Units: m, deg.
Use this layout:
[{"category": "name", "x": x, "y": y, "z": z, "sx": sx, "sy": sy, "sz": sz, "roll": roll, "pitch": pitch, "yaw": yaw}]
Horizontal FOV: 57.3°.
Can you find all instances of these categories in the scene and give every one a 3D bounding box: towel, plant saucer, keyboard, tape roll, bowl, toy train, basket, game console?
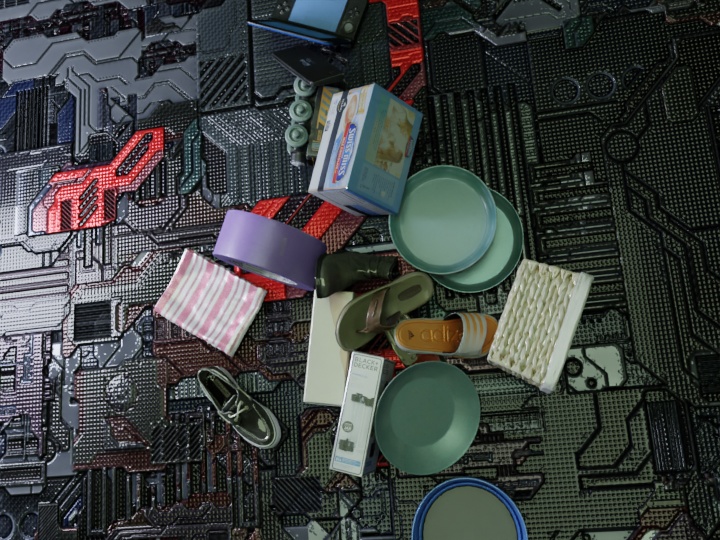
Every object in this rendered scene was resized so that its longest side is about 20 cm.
[{"category": "towel", "x": -0.299, "y": 0.061, "z": 1.305, "sx": 0.197, "sy": 0.030, "sz": 0.148, "roll": 27, "pitch": 86, "yaw": 15}, {"category": "plant saucer", "x": 0.203, "y": -0.058, "z": 1.230, "sx": 0.196, "sy": 0.027, "sz": 0.205, "roll": -2, "pitch": 78, "yaw": 10}, {"category": "plant saucer", "x": 0.113, "y": 0.253, "z": 1.152, "sx": 0.197, "sy": 0.039, "sz": 0.206, "roll": -2, "pitch": 99, "yaw": -15}, {"category": "keyboard", "x": -0.087, "y": -0.413, "z": 1.312, "sx": 0.125, "sy": 0.021, "sz": 0.200, "roll": -22, "pitch": 43, "yaw": -19}, {"category": "tape roll", "x": -0.165, "y": -0.035, "z": 1.209, "sx": 0.196, "sy": 0.200, "sz": 0.087, "roll": 16, "pitch": 82, "yaw": 14}, {"category": "plant saucer", "x": 0.151, "y": -0.092, "z": 1.212, "sx": 0.196, "sy": 0.027, "sz": 0.205, "roll": -2, "pitch": 80, "yaw": 11}, {"category": "bowl", "x": 0.186, "y": 0.459, "z": 1.126, "sx": 0.196, "sy": 0.039, "sz": 0.205, "roll": -2, "pitch": 79, "yaw": 11}, {"category": "toy train", "x": -0.085, "y": -0.300, "z": 1.310, "sx": 0.111, "sy": 0.085, "sz": 0.204, "roll": 9, "pitch": 78, "yaw": -1}, {"category": "basket", "x": 0.305, "y": 0.093, "z": 1.127, "sx": 0.121, "sy": 0.136, "sz": 0.203, "roll": 20, "pitch": 84, "yaw": 18}, {"category": "game console", "x": -0.105, "y": -0.529, "z": 1.335, "sx": 0.197, "sy": 0.118, "sz": 0.174, "roll": 19, "pitch": 83, "yaw": 13}]

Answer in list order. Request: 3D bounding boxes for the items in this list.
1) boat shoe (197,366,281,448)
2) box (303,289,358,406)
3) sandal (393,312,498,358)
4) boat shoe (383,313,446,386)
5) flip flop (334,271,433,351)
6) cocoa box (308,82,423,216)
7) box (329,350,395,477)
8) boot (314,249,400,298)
[{"category": "boat shoe", "x": -0.233, "y": 0.259, "z": 1.235, "sx": 0.199, "sy": 0.064, "sz": 0.071, "roll": 40, "pitch": 89, "yaw": 15}, {"category": "box", "x": -0.049, "y": 0.143, "z": 1.207, "sx": 0.076, "sy": 0.095, "sz": 0.205, "roll": 3, "pitch": 81, "yaw": 11}, {"category": "sandal", "x": 0.161, "y": 0.114, "z": 1.154, "sx": 0.202, "sy": 0.059, "sz": 0.081, "roll": -1, "pitch": 77, "yaw": -16}, {"category": "boat shoe", "x": 0.090, "y": 0.128, "z": 1.198, "sx": 0.071, "sy": 0.063, "sz": 0.201, "roll": -36, "pitch": 76, "yaw": 0}, {"category": "flip flop", "x": 0.043, "y": 0.071, "z": 1.143, "sx": 0.197, "sy": 0.058, "sz": 0.082, "roll": -29, "pitch": 107, "yaw": -4}, {"category": "cocoa box", "x": 0.010, "y": -0.218, "z": 1.221, "sx": 0.130, "sy": 0.132, "sz": 0.204, "roll": 4, "pitch": 77, "yaw": 53}, {"category": "box", "x": 0.007, "y": 0.250, "z": 1.162, "sx": 0.059, "sy": 0.117, "sz": 0.204, "roll": 9, "pitch": 80, "yaw": 15}, {"category": "boot", "x": 0.000, "y": 0.000, "z": 1.177, "sx": 0.128, "sy": 0.200, "sz": 0.069, "roll": 3, "pitch": 106, "yaw": 16}]
